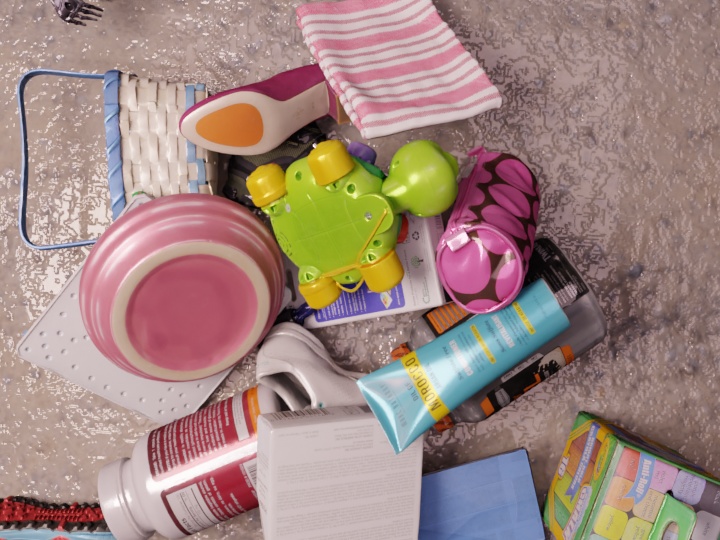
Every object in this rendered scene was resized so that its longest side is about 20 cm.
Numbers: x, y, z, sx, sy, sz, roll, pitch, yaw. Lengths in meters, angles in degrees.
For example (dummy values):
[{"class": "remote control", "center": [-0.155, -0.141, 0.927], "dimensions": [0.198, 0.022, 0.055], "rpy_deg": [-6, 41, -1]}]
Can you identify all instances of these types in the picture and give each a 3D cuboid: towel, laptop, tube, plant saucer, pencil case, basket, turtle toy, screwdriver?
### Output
[{"class": "towel", "center": [0.033, -0.213, 0.863], "dimensions": [0.144, 0.030, 0.202], "rpy_deg": [-17, 54, -15]}, {"class": "laptop", "center": [0.109, 0.315, 0.882], "dimensions": [0.184, 0.117, 0.203], "rpy_deg": [-15, 56, 2]}, {"class": "tube", "center": [0.096, 0.082, 0.803], "dimensions": [0.198, 0.050, 0.078], "rpy_deg": [-34, 66, 6]}, {"class": "plant saucer", "center": [-0.162, 0.028, 0.829], "dimensions": [0.197, 0.051, 0.204], "rpy_deg": [-12, 124, -17]}, {"class": "pencil case", "center": [0.122, -0.045, 0.843], "dimensions": [0.090, 0.201, 0.095], "rpy_deg": [-20, 111, 22]}, {"class": "basket", "center": [-0.242, -0.111, 0.880], "dimensions": [0.196, 0.139, 0.180], "rpy_deg": [0, 89, -9]}, {"class": "turtle toy", "center": [-0.001, -0.059, 0.808], "dimensions": [0.198, 0.101, 0.147], "rpy_deg": [-15, 109, 34]}, {"class": "screwdriver", "center": [-0.036, 0.027, 0.897], "dimensions": [0.199, 0.029, 0.028], "rpy_deg": [-36, 75, 24]}]

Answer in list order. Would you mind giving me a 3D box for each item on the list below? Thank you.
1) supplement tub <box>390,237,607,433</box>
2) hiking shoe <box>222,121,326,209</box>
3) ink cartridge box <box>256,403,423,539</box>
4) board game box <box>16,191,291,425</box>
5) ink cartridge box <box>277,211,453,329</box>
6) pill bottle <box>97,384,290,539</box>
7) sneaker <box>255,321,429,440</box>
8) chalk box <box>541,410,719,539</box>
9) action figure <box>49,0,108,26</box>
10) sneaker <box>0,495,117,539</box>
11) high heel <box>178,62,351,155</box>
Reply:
[{"class": "supplement tub", "center": [0.136, 0.068, 0.882], "dimensions": [0.198, 0.123, 0.124], "rpy_deg": [-33, 89, 2]}, {"class": "hiking shoe", "center": [-0.044, -0.108, 0.909], "dimensions": [0.196, 0.076, 0.103], "rpy_deg": [6, 94, 2]}, {"class": "ink cartridge box", "center": [-0.021, 0.233, 0.847], "dimensions": [0.157, 0.047, 0.204], "rpy_deg": [-2, 101, -24]}, {"class": "board game box", "center": [-0.200, 0.045, 0.871], "dimensions": [0.199, 0.026, 0.200], "rpy_deg": [35, 102, -35]}, {"class": "ink cartridge box", "center": [0.000, 0.000, 0.899], "dimensions": [0.197, 0.039, 0.101], "rpy_deg": [-11, 90, 34]}, {"class": "pill bottle", "center": [-0.159, 0.202, 0.894], "dimensions": [0.197, 0.113, 0.115], "rpy_deg": [-22, 90, 1]}, {"class": "sneaker", "center": [-0.022, 0.139, 0.888], "dimensions": [0.198, 0.089, 0.076], "rpy_deg": [31, 122, -7]}, {"class": "chalk box", "center": [0.264, 0.230, 0.839], "dimensions": [0.122, 0.200, 0.126], "rpy_deg": [22, 90, 1]}, {"class": "action figure", "center": [-0.277, -0.336, 0.903], "dimensions": [0.118, 0.101, 0.202], "rpy_deg": [-38, 47, 28]}, {"class": "sneaker", "center": [-0.341, 0.298, 0.917], "dimensions": [0.196, 0.079, 0.098], "rpy_deg": [3, 97, 6]}, {"class": "high heel", "center": [-0.092, -0.171, 0.873], "dimensions": [0.197, 0.096, 0.068], "rpy_deg": [-19, 127, -17]}]
